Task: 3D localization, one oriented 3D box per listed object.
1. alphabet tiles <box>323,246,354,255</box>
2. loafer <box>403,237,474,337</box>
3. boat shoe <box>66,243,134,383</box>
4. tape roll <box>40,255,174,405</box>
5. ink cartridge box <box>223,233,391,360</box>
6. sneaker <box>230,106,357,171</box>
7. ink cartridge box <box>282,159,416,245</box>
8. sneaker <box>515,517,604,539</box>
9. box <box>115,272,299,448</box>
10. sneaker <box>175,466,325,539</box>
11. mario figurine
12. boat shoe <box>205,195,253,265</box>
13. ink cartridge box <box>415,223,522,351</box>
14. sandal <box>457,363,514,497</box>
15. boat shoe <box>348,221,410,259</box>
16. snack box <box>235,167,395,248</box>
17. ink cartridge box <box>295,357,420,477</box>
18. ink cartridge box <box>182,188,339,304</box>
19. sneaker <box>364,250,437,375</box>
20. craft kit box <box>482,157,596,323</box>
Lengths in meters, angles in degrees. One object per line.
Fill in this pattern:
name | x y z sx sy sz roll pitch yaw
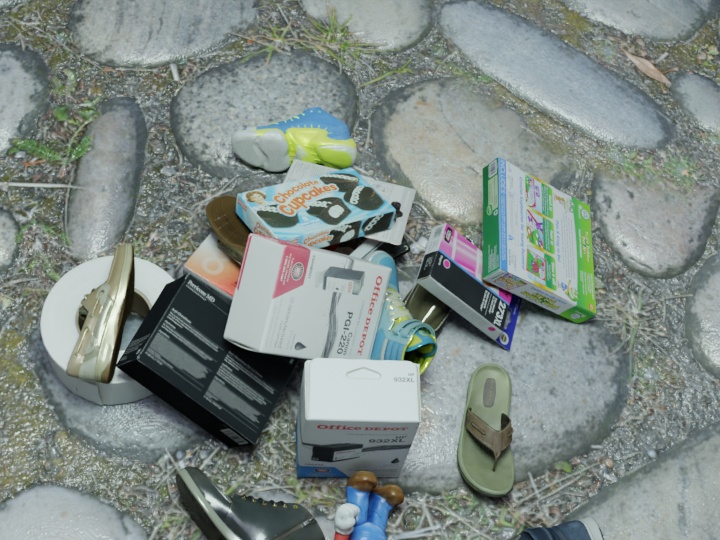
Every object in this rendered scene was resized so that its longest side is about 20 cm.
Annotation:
alphabet tiles | -0.097 0.018 1.577 0.199 0.015 0.196 -6 61 -10
loafer | 0.113 0.023 1.568 0.075 0.070 0.200 26 60 9
boat shoe | -0.344 0.051 1.415 0.065 0.072 0.201 9 64 -3
tape roll | -0.339 0.082 1.477 0.201 0.071 0.203 3 59 -6
ink cartridge box | -0.066 0.043 1.412 0.085 0.199 0.146 16 93 44
sneaker | -0.105 -0.212 1.687 0.199 0.076 0.105 8 46 -10
ink cartridge box | -0.028 -0.089 1.594 0.199 0.050 0.161 15 38 2
sneaker | 0.258 0.417 1.342 0.145 0.077 0.203 -1 49 -21
box | -0.200 0.123 1.415 0.200 0.079 0.142 40 60 -21
sneaker | -0.144 0.312 1.372 0.200 0.075 0.106 46 60 9
mario figurine | 0.020 0.359 1.340 0.123 0.106 0.201 10 57 -3
boat shoe | -0.151 -0.029 1.509 0.073 0.063 0.200 -31 61 -24
ink cartridge box | 0.169 0.026 1.534 0.200 0.037 0.095 38 55 -28
sandal | 0.177 0.215 1.470 0.079 0.057 0.202 5 59 -4
boat shoe | 0.000 0.000 1.553 0.057 0.069 0.200 49 59 -1
snack box | -0.063 -0.084 1.508 0.199 0.037 0.116 -17 47 -33
ink cartridge box | -0.007 0.196 1.375 0.144 0.200 0.084 2 59 -6
ink cartridge box | -0.138 -0.025 1.561 0.162 0.050 0.200 30 64 10
sneaker | 0.057 0.065 1.477 0.079 0.130 0.201 9 77 -40
craft kit box | 0.268 -0.045 1.592 0.197 0.048 0.201 22 55 -26
